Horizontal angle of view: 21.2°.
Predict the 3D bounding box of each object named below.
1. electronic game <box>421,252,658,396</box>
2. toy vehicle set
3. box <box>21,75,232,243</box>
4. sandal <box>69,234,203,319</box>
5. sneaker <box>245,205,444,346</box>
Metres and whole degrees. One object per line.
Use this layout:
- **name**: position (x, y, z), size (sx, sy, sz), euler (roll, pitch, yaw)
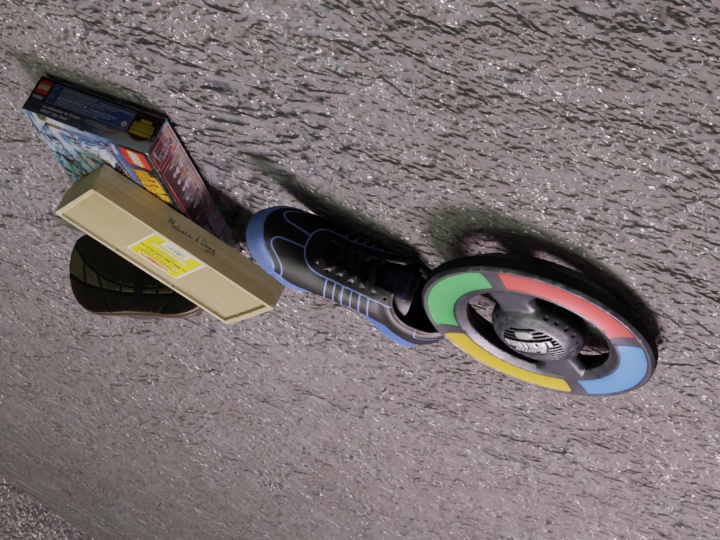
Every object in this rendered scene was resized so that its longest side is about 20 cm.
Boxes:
- **electronic game**: position (0.144, 0.047, 1.551), size (0.198, 0.042, 0.201), euler (19, 155, 9)
- **toy vehicle set**: position (-0.174, -0.020, 1.749), size (0.199, 0.027, 0.124), euler (34, 160, -17)
- **box**: position (-0.206, -0.088, 1.724), size (0.136, 0.040, 0.200), euler (21, 159, 23)
- **sandal**: position (-0.221, 0.011, 1.967), size (0.198, 0.083, 0.054), euler (5, 173, 35)
- **sneaker**: position (0.000, 0.000, 1.630), size (0.199, 0.071, 0.078), euler (29, 159, -21)
